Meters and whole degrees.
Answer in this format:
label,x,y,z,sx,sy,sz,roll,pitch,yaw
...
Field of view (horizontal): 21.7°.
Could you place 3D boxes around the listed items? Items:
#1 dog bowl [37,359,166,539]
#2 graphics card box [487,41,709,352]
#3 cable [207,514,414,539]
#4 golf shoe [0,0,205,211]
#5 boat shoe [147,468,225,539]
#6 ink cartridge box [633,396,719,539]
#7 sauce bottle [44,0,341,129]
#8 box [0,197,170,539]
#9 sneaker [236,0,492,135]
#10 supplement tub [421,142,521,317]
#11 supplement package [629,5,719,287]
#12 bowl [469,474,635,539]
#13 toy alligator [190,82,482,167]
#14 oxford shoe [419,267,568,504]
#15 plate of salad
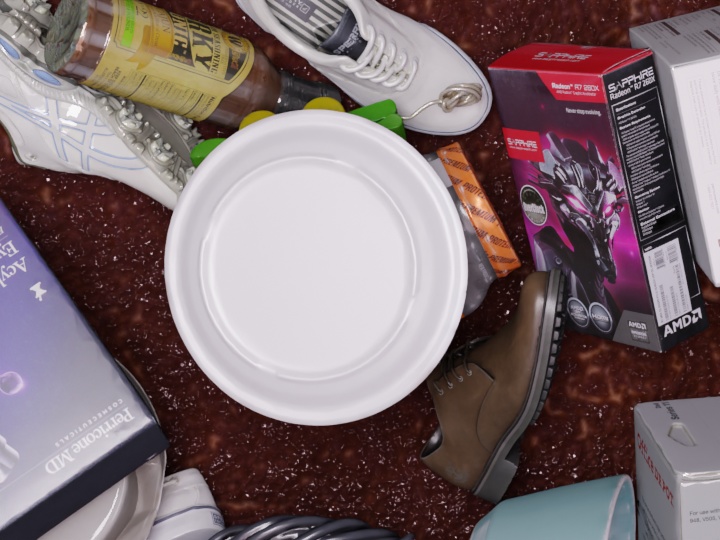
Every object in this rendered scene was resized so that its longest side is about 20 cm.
label,x,y,z,sx,sy,sz,roll,pitch,yaw
dog bowl,-0.230,0.144,1.306,0.200,0.059,0.200,0,77,1
graphics card box,0.160,-0.051,1.273,0.051,0.125,0.200,-26,111,-28
cable,-0.051,0.230,1.366,0.200,0.051,0.163,-32,126,19
golf shoe,-0.186,-0.095,1.279,0.200,0.078,0.097,42,119,-9
boat shoe,-0.198,0.201,1.361,0.200,0.066,0.072,-24,149,2
ink cartridge box,0.252,0.206,1.348,0.083,0.147,0.200,-6,108,-3
sauce bottle,-0.106,-0.131,1.243,0.200,0.065,0.065,15,107,-31
box,-0.241,0.071,1.240,0.148,0.104,0.200,-36,79,-9
sneaker,0.001,-0.146,1.262,0.200,0.071,0.073,28,104,-12
supplement tub,0.000,0.000,1.282,0.200,0.123,0.123,-28,107,5
supplement package,0.302,-0.102,1.252,0.200,0.151,0.152,-14,107,1
bowl,0.130,0.241,1.344,0.105,0.201,0.201,5,108,15
toy alligator,-0.012,-0.079,1.243,0.200,0.059,0.054,-12,64,1
oxford shoe,0.090,0.077,1.319,0.084,0.073,0.200,21,122,1
plate of salad,-0.028,-0.002,1.200,0.200,0.048,0.200,1,93,15
